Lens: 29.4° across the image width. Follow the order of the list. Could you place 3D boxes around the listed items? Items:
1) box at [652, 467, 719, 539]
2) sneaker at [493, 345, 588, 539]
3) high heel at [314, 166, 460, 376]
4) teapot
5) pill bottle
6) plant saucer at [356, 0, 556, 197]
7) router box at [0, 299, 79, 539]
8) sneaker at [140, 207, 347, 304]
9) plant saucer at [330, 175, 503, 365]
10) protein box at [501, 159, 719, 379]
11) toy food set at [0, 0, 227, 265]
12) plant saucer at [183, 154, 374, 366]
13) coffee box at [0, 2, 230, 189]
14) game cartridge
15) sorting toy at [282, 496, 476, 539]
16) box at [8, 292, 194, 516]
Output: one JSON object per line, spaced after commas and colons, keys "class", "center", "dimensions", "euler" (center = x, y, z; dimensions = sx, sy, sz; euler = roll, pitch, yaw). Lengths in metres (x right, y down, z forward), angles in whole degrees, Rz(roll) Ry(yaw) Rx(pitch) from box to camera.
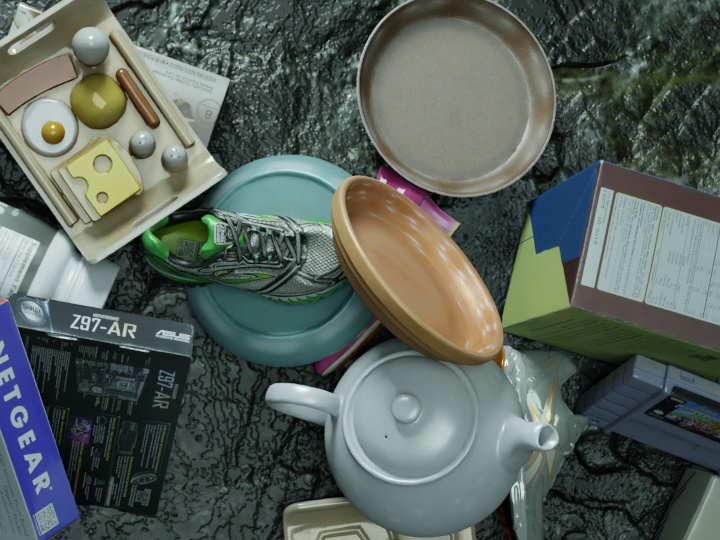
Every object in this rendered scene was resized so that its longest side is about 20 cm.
{"class": "box", "center": [0.321, 0.301, 1.337], "dimensions": [0.082, 0.068, 0.201], "euler": [29, 84, -9]}
{"class": "sneaker", "center": [0.175, 0.171, 1.308], "dimensions": [0.091, 0.076, 0.201], "euler": [-2, 90, -7]}
{"class": "high heel", "center": [0.000, 0.000, 1.292], "dimensions": [0.096, 0.067, 0.200], "euler": [39, 89, 6]}
{"class": "teapot", "center": [0.047, 0.137, 1.215], "dimensions": [0.199, 0.146, 0.198], "euler": [-35, 67, 1]}
{"class": "pill bottle", "center": [-0.321, -0.001, 1.206], "dimensions": [0.199, 0.114, 0.114], "euler": [24, 85, -9]}
{"class": "plant saucer", "center": [0.090, -0.166, 1.314], "dimensions": [0.199, 0.032, 0.202], "euler": [2, 80, -14]}
{"class": "router box", "center": [-0.339, 0.125, 1.152], "dimensions": [0.049, 0.179, 0.201], "euler": [-32, 113, -48]}
{"class": "sneaker", "center": [-0.099, -0.015, 1.209], "dimensions": [0.199, 0.085, 0.079], "euler": [0, 79, 6]}
{"class": "plant saucer", "center": [0.044, 0.005, 1.189], "dimensions": [0.200, 0.200, 0.037], "euler": [45, 113, -6]}
{"class": "protein box", "center": [0.263, 0.008, 1.261], "dimensions": [0.199, 0.199, 0.136], "euler": [16, 79, -9]}
{"class": "toy food set", "center": [-0.228, -0.124, 1.169], "dimensions": [0.143, 0.060, 0.201], "euler": [-35, 93, -10]}
{"class": "plant saucer", "center": [-0.071, -0.013, 1.262], "dimensions": [0.199, 0.027, 0.202], "euler": [-1, 79, 6]}
{"class": "coffee box", "center": [-0.229, -0.148, 1.242], "dimensions": [0.199, 0.080, 0.114], "euler": [20, 84, -9]}
{"class": "game cartridge", "center": [0.321, 0.146, 1.311], "dimensions": [0.199, 0.130, 0.039], "euler": [21, 65, -8]}
{"class": "sorting toy", "center": [0.023, 0.308, 1.304], "dimensions": [0.184, 0.036, 0.201], "euler": [-5, 94, -10]}
{"class": "box", "center": [-0.239, 0.122, 1.195], "dimensions": [0.159, 0.044, 0.201], "euler": [10, 126, -9]}
